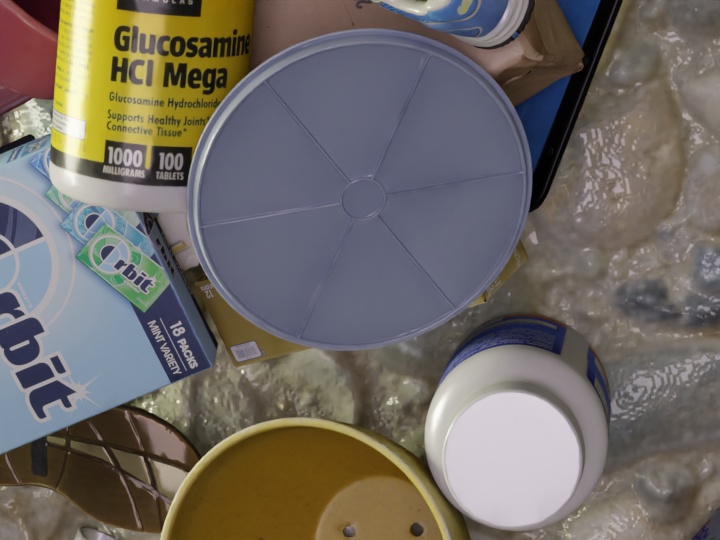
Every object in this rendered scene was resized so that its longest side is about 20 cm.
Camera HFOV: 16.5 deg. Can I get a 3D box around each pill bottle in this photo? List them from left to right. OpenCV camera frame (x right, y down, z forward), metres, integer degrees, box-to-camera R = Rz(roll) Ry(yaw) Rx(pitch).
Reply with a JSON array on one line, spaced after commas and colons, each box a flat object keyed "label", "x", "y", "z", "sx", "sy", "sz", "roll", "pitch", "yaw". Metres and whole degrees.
[{"label": "pill bottle", "x": -0.117, "y": -0.141, "z": 1.423, "sx": 0.112, "sy": 0.112, "sz": 0.202, "roll": 7, "pitch": 103, "yaw": 6}, {"label": "pill bottle", "x": 0.096, "y": 0.095, "z": 1.517, "sx": 0.111, "sy": 0.200, "sz": 0.113, "roll": 1, "pitch": 98, "yaw": 7}]

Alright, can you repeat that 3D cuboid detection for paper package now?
[{"label": "paper package", "x": 0.003, "y": -0.165, "z": 1.484, "sx": 0.190, "sy": 0.103, "sz": 0.201, "roll": -30, "pitch": 79, "yaw": 22}]

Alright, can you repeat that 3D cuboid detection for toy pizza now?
[{"label": "toy pizza", "x": -0.001, "y": -0.047, "z": 1.416, "sx": 0.199, "sy": 0.032, "sz": 0.201, "roll": -4, "pitch": 117, "yaw": -8}]

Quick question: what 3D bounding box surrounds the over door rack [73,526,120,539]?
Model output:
[{"label": "over door rack", "x": -0.124, "y": 0.275, "z": 1.637, "sx": 0.199, "sy": 0.067, "sz": 0.149, "roll": 24, "pitch": 101, "yaw": 3}]

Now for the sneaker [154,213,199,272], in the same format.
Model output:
[{"label": "sneaker", "x": -0.124, "y": -0.026, "z": 1.590, "sx": 0.081, "sy": 0.077, "sz": 0.200, "roll": 40, "pitch": 102, "yaw": -1}]

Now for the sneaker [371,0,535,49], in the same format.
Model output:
[{"label": "sneaker", "x": 0.007, "y": -0.196, "z": 1.383, "sx": 0.200, "sy": 0.077, "sz": 0.076, "roll": 35, "pitch": 106, "yaw": 24}]

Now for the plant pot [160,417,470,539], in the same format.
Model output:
[{"label": "plant pot", "x": -0.009, "y": 0.185, "z": 1.561, "sx": 0.199, "sy": 0.142, "sz": 0.202, "roll": 1, "pitch": 93, "yaw": 21}]

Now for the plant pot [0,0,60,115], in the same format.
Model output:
[{"label": "plant pot", "x": -0.263, "y": -0.166, "z": 1.538, "sx": 0.179, "sy": 0.200, "sz": 0.200, "roll": -37, "pitch": 93, "yaw": 26}]

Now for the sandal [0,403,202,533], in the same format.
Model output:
[{"label": "sandal", "x": -0.186, "y": 0.116, "z": 1.632, "sx": 0.199, "sy": 0.054, "sz": 0.081, "roll": 10, "pitch": 104, "yaw": 20}]

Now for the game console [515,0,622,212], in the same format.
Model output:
[{"label": "game console", "x": 0.058, "y": -0.163, "z": 1.524, "sx": 0.175, "sy": 0.116, "sz": 0.201, "roll": 20, "pitch": 100, "yaw": -7}]

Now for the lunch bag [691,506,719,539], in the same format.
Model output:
[{"label": "lunch bag", "x": 0.293, "y": 0.235, "z": 1.554, "sx": 0.200, "sy": 0.127, "sz": 0.170, "roll": 40, "pitch": 103, "yaw": -7}]

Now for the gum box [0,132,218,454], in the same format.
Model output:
[{"label": "gum box", "x": -0.213, "y": 0.018, "z": 1.546, "sx": 0.199, "sy": 0.045, "sz": 0.171, "roll": -22, "pitch": 107, "yaw": 9}]

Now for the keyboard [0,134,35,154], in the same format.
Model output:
[{"label": "keyboard", "x": -0.283, "y": -0.023, "z": 1.594, "sx": 0.199, "sy": 0.104, "sz": 0.040, "roll": -24, "pitch": 62, "yaw": 10}]

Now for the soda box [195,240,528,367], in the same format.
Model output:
[{"label": "soda box", "x": 0.000, "y": 0.000, "z": 1.538, "sx": 0.199, "sy": 0.068, "sz": 0.064, "roll": -15, "pitch": 106, "yaw": 35}]
